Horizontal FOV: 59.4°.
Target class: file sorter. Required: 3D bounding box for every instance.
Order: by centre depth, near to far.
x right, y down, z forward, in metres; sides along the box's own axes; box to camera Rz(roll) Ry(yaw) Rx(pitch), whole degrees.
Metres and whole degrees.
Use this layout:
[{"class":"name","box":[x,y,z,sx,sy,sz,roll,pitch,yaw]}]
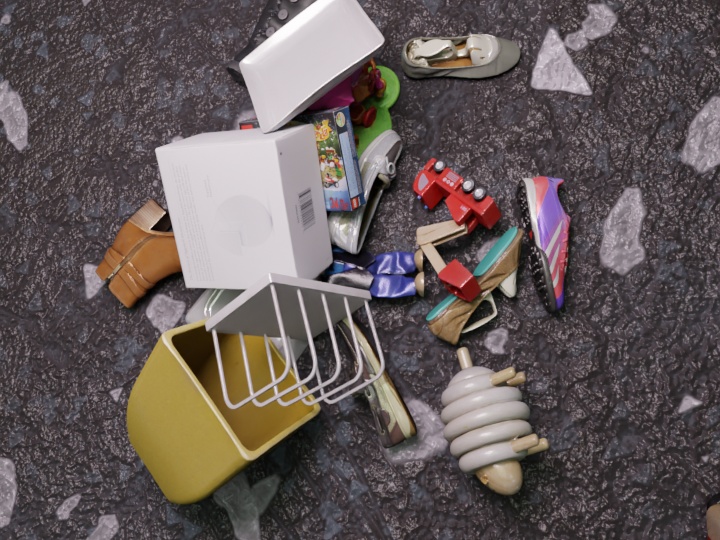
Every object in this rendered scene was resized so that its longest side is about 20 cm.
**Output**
[{"class":"file sorter","box":[-0.079,0.103,0.840,0.137,0.197,0.128,-32,63,31]}]

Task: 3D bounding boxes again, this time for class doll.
[{"class":"doll","box":[0.000,0.000,0.967,0.193,0.049,0.140,-1,61,4]}]

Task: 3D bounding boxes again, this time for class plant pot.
[{"class":"plant pot","box":[-0.214,0.206,0.891,0.200,0.193,0.197,-45,78,23]}]

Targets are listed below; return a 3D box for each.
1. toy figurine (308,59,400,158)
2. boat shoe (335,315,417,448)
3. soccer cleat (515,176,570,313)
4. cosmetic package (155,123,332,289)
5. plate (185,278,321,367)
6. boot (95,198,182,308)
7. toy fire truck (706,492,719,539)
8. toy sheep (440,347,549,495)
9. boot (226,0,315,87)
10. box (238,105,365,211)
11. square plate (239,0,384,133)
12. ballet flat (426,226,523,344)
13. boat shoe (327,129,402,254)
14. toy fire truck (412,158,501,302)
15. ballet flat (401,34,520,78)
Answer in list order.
[{"class":"toy figurine","box":[-0.018,-0.273,0.966,0.148,0.184,0.202,34,84,15]},{"class":"boat shoe","box":[0.010,0.162,0.924,0.064,0.073,0.203,-31,73,-2]},{"class":"soccer cleat","box":[0.282,-0.042,0.929,0.071,0.068,0.207,-7,75,0]},{"class":"cosmetic package","box":[-0.159,-0.088,0.891,0.194,0.123,0.206,1,111,23]},{"class":"plate","box":[-0.158,0.056,0.997,0.198,0.032,0.202,37,85,15]},{"class":"boot","box":[-0.329,-0.002,1.015,0.199,0.077,0.156,40,87,15]},{"class":"toy fire truck","box":[0.533,0.396,0.771,0.170,0.129,0.208,-3,89,8]},{"class":"toy sheep","box":[0.173,0.202,0.863,0.134,0.139,0.205,-16,61,6]},{"class":"boot","box":[-0.114,-0.388,1.074,0.162,0.066,0.203,31,80,12]},{"class":"box","box":[-0.089,-0.161,0.937,0.195,0.037,0.141,5,116,39]},{"class":"square plate","box":[-0.072,-0.295,0.877,0.197,0.028,0.201,-34,47,10]},{"class":"ballet flat","box":[0.185,0.031,0.934,0.072,0.068,0.200,44,88,-5]},{"class":"boat shoe","box":[0.016,-0.122,0.977,0.063,0.075,0.205,26,75,20]},{"class":"toy fire truck","box":[0.131,-0.065,0.934,0.142,0.049,0.200,-47,52,0]},{"class":"ballet flat","box":[0.161,-0.347,1.014,0.193,0.064,0.070,-3,77,9]}]
